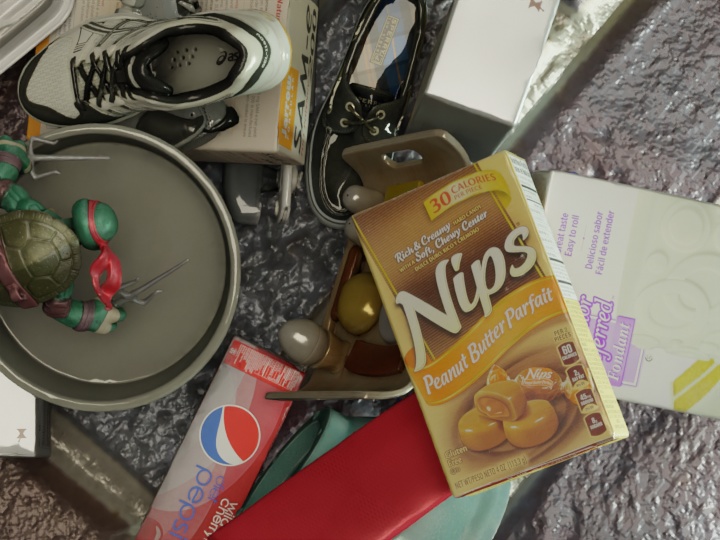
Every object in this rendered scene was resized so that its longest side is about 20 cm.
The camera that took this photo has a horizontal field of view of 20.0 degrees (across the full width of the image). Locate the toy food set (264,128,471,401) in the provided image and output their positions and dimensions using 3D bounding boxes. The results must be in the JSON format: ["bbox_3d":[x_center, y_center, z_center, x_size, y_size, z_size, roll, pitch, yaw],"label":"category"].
[{"bbox_3d":[0.000,0.000,1.451,0.060,0.143,0.200,23,75,-28],"label":"toy food set"}]

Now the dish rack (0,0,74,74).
[{"bbox_3d":[-0.326,-0.222,1.523,0.172,0.044,0.200,-39,68,-1],"label":"dish rack"}]

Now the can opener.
[{"bbox_3d":[-0.069,-0.134,1.560,0.067,0.053,0.200,3,84,-8],"label":"can opener"}]

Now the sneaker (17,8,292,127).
[{"bbox_3d":[-0.150,-0.140,1.377,0.200,0.088,0.076,-11,96,17],"label":"sneaker"}]

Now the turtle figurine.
[{"bbox_3d":[-0.227,-0.016,1.362,0.200,0.101,0.150,-18,94,10],"label":"turtle figurine"}]

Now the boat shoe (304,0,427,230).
[{"bbox_3d":[0.004,-0.130,1.562,0.069,0.057,0.200,16,84,-2],"label":"boat shoe"}]

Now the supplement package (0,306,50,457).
[{"bbox_3d":[-0.332,0.061,1.501,0.200,0.111,0.156,0,85,-4],"label":"supplement package"}]

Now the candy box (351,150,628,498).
[{"bbox_3d":[0.084,0.036,1.335,0.115,0.055,0.200,-23,80,15],"label":"candy box"}]

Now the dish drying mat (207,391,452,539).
[{"bbox_3d":[0.000,0.151,1.367,0.200,0.018,0.077,-35,68,-12],"label":"dish drying mat"}]

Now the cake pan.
[{"bbox_3d":[-0.181,-0.003,1.424,0.200,0.037,0.201,0,95,3],"label":"cake pan"}]

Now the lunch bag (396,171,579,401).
[{"bbox_3d":[0.104,0.030,1.496,0.124,0.170,0.200,42,86,-3],"label":"lunch bag"}]

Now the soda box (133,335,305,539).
[{"bbox_3d":[-0.110,0.151,1.524,0.063,0.070,0.200,26,84,-1],"label":"soda box"}]

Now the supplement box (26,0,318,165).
[{"bbox_3d":[-0.139,-0.147,1.523,0.200,0.074,0.126,4,85,15],"label":"supplement box"}]

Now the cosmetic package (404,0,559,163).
[{"bbox_3d":[0.086,-0.146,1.496,0.071,0.200,0.102,19,84,-1],"label":"cosmetic package"}]

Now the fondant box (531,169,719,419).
[{"bbox_3d":[0.204,0.021,1.399,0.200,0.058,0.145,11,91,-8],"label":"fondant box"}]

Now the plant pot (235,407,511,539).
[{"bbox_3d":[-0.007,0.182,1.452,0.134,0.200,0.200,37,84,-9],"label":"plant pot"}]

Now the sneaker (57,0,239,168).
[{"bbox_3d":[-0.122,-0.155,1.450,0.115,0.075,0.200,33,103,11],"label":"sneaker"}]
